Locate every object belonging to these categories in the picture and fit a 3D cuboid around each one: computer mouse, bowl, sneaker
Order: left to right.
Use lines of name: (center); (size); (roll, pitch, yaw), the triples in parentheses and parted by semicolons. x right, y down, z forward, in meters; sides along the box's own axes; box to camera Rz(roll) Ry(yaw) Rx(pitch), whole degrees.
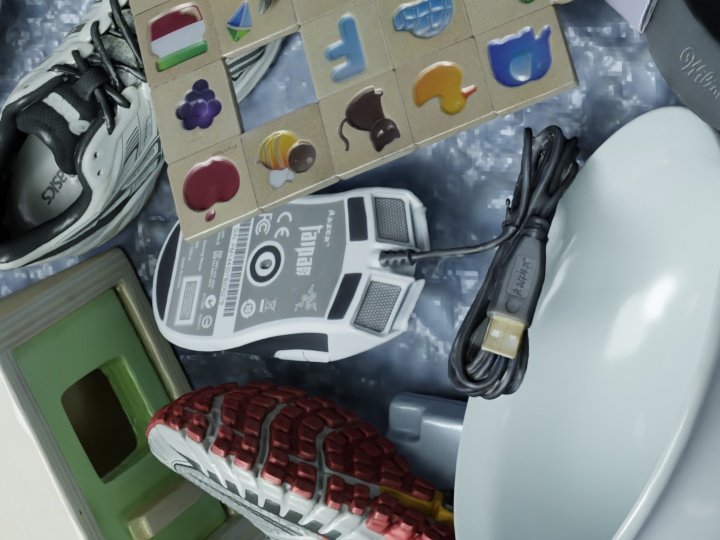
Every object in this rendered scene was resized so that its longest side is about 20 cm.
sneaker: (-0.097, -0.075, 1.155); (0.076, 0.088, 0.201); (38, 115, 10)
sneaker: (-0.006, 0.117, 1.144); (0.199, 0.078, 0.082); (33, 117, 11)
computer mouse: (0.000, 0.000, 1.146); (0.199, 0.044, 0.110); (-2, 70, 38)
bowl: (0.121, 0.047, 1.056); (0.090, 0.202, 0.202); (21, 118, -18)

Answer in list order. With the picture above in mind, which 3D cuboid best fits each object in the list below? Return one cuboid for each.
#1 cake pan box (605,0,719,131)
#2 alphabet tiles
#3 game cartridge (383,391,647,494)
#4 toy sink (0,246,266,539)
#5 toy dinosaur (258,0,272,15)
cake pan box: (0.168, -0.143, 0.987); (0.184, 0.052, 0.201); (52, 129, 45)
alphabet tiles: (0.003, -0.120, 1.081); (0.199, 0.008, 0.168); (-21, 66, 16)
game cartridge: (0.071, 0.156, 1.186); (0.133, 0.040, 0.201); (11, 110, 24)
toy sink: (-0.123, 0.111, 1.201); (0.112, 0.130, 0.201); (-22, 96, 27)
toy dinosaur: (0.022, -0.172, 1.040); (0.102, 0.077, 0.201); (27, 100, -5)
